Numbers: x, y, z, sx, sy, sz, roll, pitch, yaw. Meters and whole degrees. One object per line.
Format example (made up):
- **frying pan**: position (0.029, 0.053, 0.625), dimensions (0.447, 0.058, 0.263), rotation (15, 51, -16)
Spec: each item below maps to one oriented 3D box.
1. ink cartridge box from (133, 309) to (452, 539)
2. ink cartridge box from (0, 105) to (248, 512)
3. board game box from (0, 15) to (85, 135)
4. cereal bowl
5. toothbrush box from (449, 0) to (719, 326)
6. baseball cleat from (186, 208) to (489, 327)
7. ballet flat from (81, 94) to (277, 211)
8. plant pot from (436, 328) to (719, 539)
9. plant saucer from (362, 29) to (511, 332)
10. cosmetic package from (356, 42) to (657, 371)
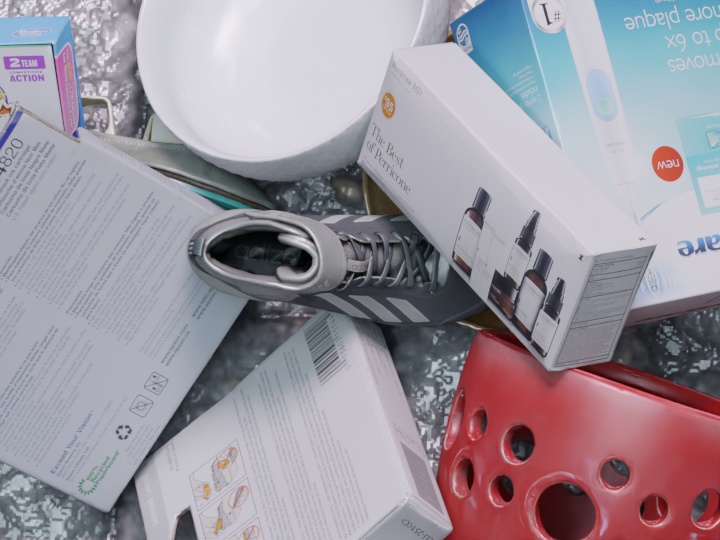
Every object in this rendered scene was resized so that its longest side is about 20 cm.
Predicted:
- **ink cartridge box**: position (-0.044, 0.133, 1.644), dimensions (0.176, 0.200, 0.045), rotation (-40, 123, 15)
- **ink cartridge box**: position (-0.180, 0.021, 1.668), dimensions (0.200, 0.041, 0.200), rotation (30, 98, -32)
- **board game box**: position (-0.238, -0.053, 1.696), dimensions (0.153, 0.040, 0.200), rotation (0, 118, 9)
- **cereal bowl**: position (-0.032, -0.142, 1.703), dimensions (0.200, 0.083, 0.200), rotation (-10, 66, 24)
- **toothbrush box**: position (0.155, -0.071, 1.623), dimensions (0.146, 0.085, 0.200), rotation (-10, 81, -28)
- **baseball cleat**: position (0.000, 0.000, 1.633), dimensions (0.200, 0.106, 0.070), rotation (0, 92, -7)
- **ballet flat**: position (-0.145, -0.074, 1.733), dimensions (0.200, 0.067, 0.064), rotation (9, 74, 6)
- **plant pot**: position (0.134, 0.146, 1.615), dimensions (0.200, 0.200, 0.183), rotation (19, 95, 8)
- **plant saucer**: position (0.102, -0.057, 1.717), dimensions (0.200, 0.035, 0.200), rotation (-1, 84, 6)
- **cosmetic package**: position (0.077, -0.038, 1.565), dimensions (0.200, 0.051, 0.083), rotation (48, 131, 38)
